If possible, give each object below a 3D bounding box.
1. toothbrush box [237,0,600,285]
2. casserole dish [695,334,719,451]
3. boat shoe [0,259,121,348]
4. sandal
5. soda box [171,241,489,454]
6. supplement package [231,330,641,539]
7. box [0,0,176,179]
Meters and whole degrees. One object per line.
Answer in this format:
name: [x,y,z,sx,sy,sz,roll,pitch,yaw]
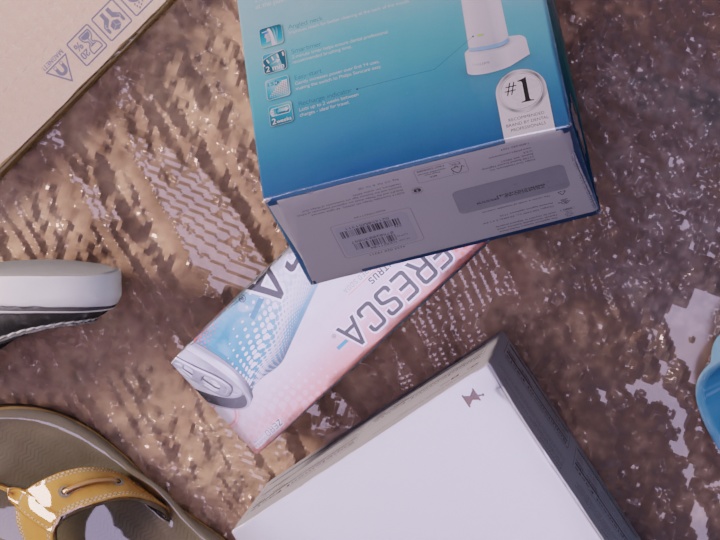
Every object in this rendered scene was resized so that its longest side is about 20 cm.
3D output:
toothbrush box: [0.021,-0.112,1.157,0.146,0.085,0.201,-15,59,8]
casserole dish: [0.250,0.102,1.200,0.200,0.039,0.121,56,143,0]
boat shoe: [-0.216,0.032,1.263,0.199,0.071,0.064,-6,95,16]
sandal: [-0.138,0.137,1.269,0.200,0.054,0.080,34,99,2]
soda box: [0.000,0.000,1.232,0.200,0.064,0.068,-43,90,9]
supplement package: [0.059,0.161,1.220,0.156,0.111,0.200,-33,91,9]
box: [-0.219,-0.133,1.264,0.200,0.021,0.164,-44,90,10]
